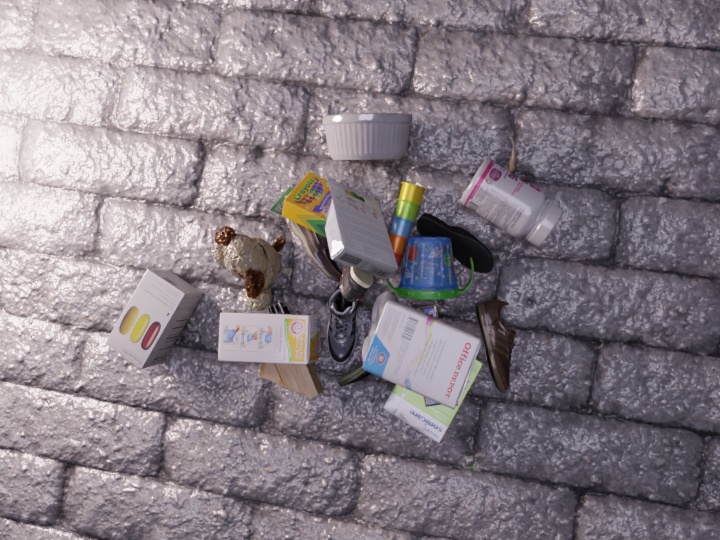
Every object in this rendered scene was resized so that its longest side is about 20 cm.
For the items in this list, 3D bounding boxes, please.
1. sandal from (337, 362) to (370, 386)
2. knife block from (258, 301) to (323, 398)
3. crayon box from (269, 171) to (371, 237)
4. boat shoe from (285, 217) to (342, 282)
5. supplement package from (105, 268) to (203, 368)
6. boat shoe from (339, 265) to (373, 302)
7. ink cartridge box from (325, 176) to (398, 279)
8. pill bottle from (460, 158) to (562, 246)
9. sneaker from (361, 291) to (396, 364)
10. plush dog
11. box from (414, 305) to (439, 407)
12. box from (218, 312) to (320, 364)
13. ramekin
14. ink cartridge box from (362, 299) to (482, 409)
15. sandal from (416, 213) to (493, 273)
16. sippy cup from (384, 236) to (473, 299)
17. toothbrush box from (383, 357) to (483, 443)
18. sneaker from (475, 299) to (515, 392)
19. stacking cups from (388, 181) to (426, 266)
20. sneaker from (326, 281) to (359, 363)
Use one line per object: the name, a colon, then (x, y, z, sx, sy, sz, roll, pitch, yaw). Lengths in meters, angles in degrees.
sandal: (0.030, 0.197, 1.317, 0.199, 0.080, 0.058, -29, 72, 6)
knife block: (-0.157, 0.177, 1.344, 0.198, 0.064, 0.178, 22, 92, 8)
crayon box: (-0.089, -0.147, 1.314, 0.198, 0.052, 0.126, 25, 47, 7)
boat shoe: (-0.095, -0.067, 1.338, 0.073, 0.074, 0.201, -36, 86, 5)
supplement package: (-0.482, 0.112, 1.363, 0.113, 0.110, 0.201, 31, 92, 7)
boat shoe: (-0.002, -0.002, 1.272, 0.073, 0.202, 0.063, 36, 117, -9)
ink cartridge box: (-0.010, -0.091, 1.241, 0.050, 0.161, 0.202, -41, 47, 30)
pill bottle: (0.329, -0.146, 1.267, 0.199, 0.113, 0.114, 33, 93, 6)
sneaker: (0.066, 0.133, 1.275, 0.098, 0.075, 0.202, -3, 48, 21)
plush dog: (-0.247, -0.024, 1.305, 0.160, 0.172, 0.201, -38, 84, 4)
box: (0.148, 0.177, 1.218, 0.063, 0.070, 0.203, -10, 85, 8)
box: (-0.194, 0.146, 1.261, 0.197, 0.112, 0.103, 1, 86, 9)
ramekin: (0.016, -0.291, 1.274, 0.199, 0.202, 0.096, 0, 102, 7)
ink cartridge box: (0.124, 0.162, 1.144, 0.198, 0.085, 0.146, 22, 92, 13)
sandal: (0.220, -0.070, 1.304, 0.200, 0.076, 0.048, 36, 48, 13)
sippy cup: (0.149, -0.009, 1.269, 0.176, 0.139, 0.132, -1, 95, -26)
toothbrush box: (0.162, 0.252, 1.291, 0.144, 0.086, 0.202, 29, 91, 9)
sneaker: (0.313, 0.165, 1.283, 0.075, 0.070, 0.203, -13, 88, 6)
stacking cups: (0.097, -0.096, 1.322, 0.060, 0.060, 0.203, 14, 92, 7)
sneaker: (-0.043, 0.113, 1.306, 0.074, 0.114, 0.203, 8, 90, 7)
